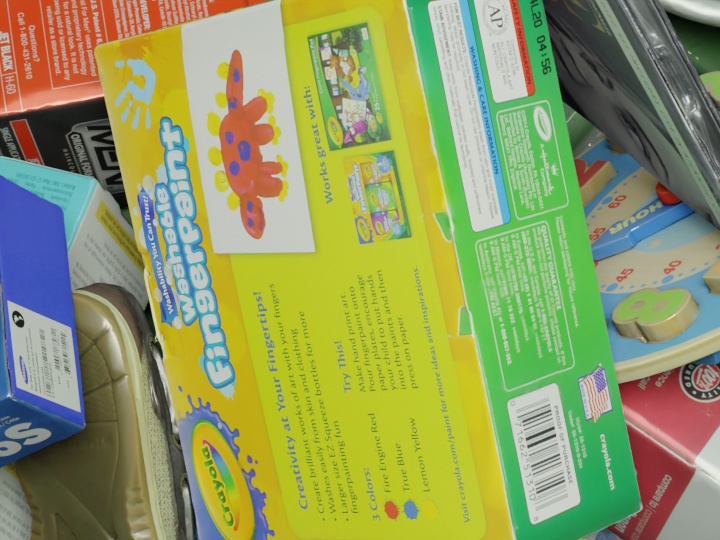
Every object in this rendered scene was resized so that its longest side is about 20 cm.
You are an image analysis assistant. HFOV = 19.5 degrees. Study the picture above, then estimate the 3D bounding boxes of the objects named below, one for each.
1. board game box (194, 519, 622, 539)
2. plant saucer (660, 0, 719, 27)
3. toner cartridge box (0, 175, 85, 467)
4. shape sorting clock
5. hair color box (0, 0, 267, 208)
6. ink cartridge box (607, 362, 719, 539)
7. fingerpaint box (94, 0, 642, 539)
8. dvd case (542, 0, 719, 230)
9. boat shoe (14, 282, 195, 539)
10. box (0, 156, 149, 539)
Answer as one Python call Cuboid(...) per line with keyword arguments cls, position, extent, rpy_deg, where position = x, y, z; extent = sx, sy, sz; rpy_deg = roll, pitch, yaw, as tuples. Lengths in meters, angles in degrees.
Cuboid(cls="board game box", position=(0.030, 0.139, 0.838), extent=(0.199, 0.026, 0.200), rpy_deg=(-17, 70, -4))
Cuboid(cls="plant saucer", position=(0.176, -0.189, 0.939), extent=(0.199, 0.050, 0.201), rpy_deg=(-1, 69, 2))
Cuboid(cls="toner cartridge box", position=(-0.196, 0.047, 0.784), extent=(0.200, 0.043, 0.095), rpy_deg=(-25, 57, 24))
Cuboid(cls="shape sorting clock", position=(0.126, -0.026, 0.797), extent=(0.200, 0.200, 0.039), rpy_deg=(-40, 109, -12))
Cuboid(cls="hair color box", position=(-0.059, -0.082, 0.881), extent=(0.199, 0.102, 0.061), rpy_deg=(-12, 66, -2))
Cuboid(cls="ink cartridge box", position=(0.199, 0.077, 0.807), extent=(0.200, 0.083, 0.146), rpy_deg=(35, 58, 13))
Cuboid(cls="fingerpaint box", position=(0.000, 0.000, 0.752), extent=(0.073, 0.167, 0.201), rpy_deg=(-16, 96, -43))
Cuboid(cls="dvd case", position=(0.071, -0.099, 0.766), extent=(0.016, 0.149, 0.200), rpy_deg=(-36, 30, -3))
Cuboid(cls="boat shoe", position=(-0.093, 0.102, 0.813), extent=(0.072, 0.066, 0.201), rpy_deg=(-1, 102, 24))
Cuboid(cls="box", position=(-0.147, 0.063, 0.839), extent=(0.049, 0.082, 0.200), rpy_deg=(13, 70, 21))
